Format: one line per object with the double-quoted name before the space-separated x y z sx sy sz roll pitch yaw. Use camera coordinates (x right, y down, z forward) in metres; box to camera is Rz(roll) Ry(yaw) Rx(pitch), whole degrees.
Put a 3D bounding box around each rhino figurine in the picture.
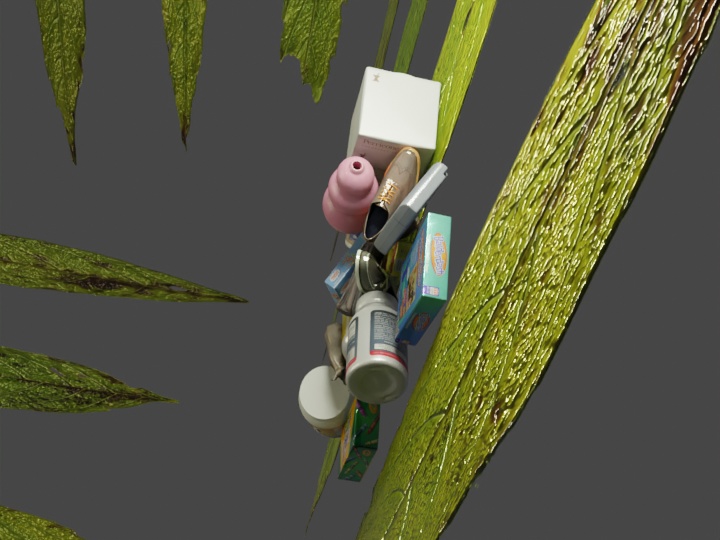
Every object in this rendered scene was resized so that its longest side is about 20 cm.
"rhino figurine" -0.039 0.197 1.646 0.059 0.087 0.202 -38 34 20

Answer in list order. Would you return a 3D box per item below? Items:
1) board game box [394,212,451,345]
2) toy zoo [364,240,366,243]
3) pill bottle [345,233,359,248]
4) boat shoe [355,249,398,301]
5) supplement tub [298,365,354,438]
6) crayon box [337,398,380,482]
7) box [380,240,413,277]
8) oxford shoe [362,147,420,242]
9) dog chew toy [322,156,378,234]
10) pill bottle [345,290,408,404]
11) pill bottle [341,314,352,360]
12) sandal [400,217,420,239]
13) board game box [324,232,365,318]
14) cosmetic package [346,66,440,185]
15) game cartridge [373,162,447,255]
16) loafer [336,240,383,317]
"board game box" 0.106 0.020 1.267 0.201 0.044 0.156 111 167 -62
"toy zoo" 0.040 -0.026 1.690 0.130 0.020 0.204 -28 -39 -49
"pill bottle" 0.030 -0.153 1.908 0.111 0.108 0.205 -96 17 -68
"boat shoe" 0.035 0.027 1.499 0.203 0.059 0.073 68 -148 -52
"supplement tub" -0.072 0.318 1.782 0.201 0.140 0.148 74 -158 -67
"crayon box" -0.004 0.376 1.639 0.202 0.057 0.121 108 169 -53
"box" 0.080 -0.027 1.545 0.200 0.049 0.077 -138 59 -82
"oxford shoe" 0.062 -0.146 1.451 0.204 0.070 0.073 -68 -10 11
"dog chew toy" -0.016 -0.162 1.520 0.201 0.121 0.128 102 176 -64
"pill bottle" 0.033 0.140 1.410 0.203 0.116 0.121 -87 10 -49
"pill bottle" 0.013 0.142 1.607 0.202 0.109 0.115 -89 12 -56
"sandal" 0.070 -0.126 1.552 0.081 0.055 0.201 -38 25 8
"board game box" -0.007 0.019 1.722 0.152 0.036 0.201 -53 -24 -16
"cosmetic package" 0.064 -0.291 1.565 0.201 0.163 0.171 114 165 -66
"game cartridge" 0.087 -0.106 1.359 0.134 0.041 0.200 -54 0 -26
"loafer" 0.000 0.000 1.567 0.072 0.062 0.205 36 -111 -66
